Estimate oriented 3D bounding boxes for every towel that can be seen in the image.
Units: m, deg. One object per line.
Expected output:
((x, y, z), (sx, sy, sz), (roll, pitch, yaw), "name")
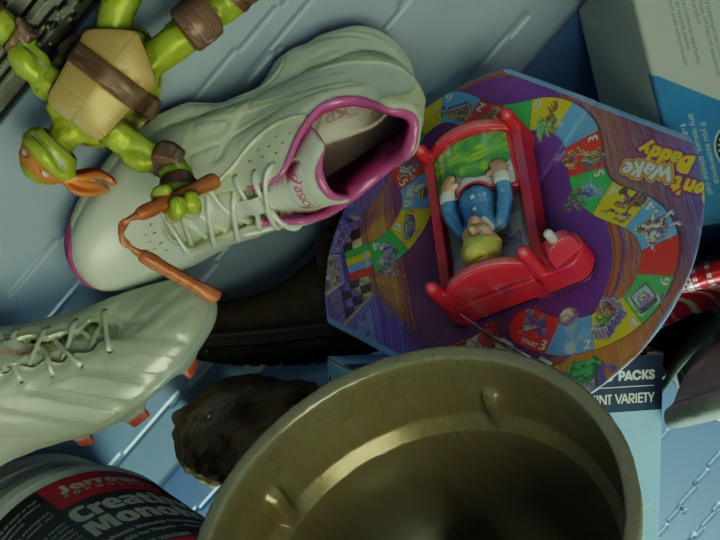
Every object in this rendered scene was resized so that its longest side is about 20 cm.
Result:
((0.203, -0.001, 0.978), (0.199, 0.145, 0.023), (-17, 83, 16), "towel")

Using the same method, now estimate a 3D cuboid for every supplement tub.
((-0.119, 0.178, 1.001), (0.140, 0.200, 0.141), (-11, 109, -32), "supplement tub")

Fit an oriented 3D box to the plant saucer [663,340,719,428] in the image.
((0.244, 0.031, 1.018), (0.199, 0.200, 0.050), (-14, 82, -10), "plant saucer")

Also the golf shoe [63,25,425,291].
((-0.056, -0.047, 0.996), (0.200, 0.092, 0.075), (-33, 120, 1), "golf shoe")

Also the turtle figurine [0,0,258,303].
((-0.108, -0.092, 0.966), (0.200, 0.064, 0.161), (39, 93, 5), "turtle figurine")

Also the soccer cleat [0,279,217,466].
((-0.165, 0.053, 1.007), (0.199, 0.069, 0.078), (-28, 123, 13), "soccer cleat")

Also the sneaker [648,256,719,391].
((0.117, 0.059, 1.104), (0.200, 0.079, 0.074), (-45, 120, 8), "sneaker")

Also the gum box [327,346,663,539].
((0.068, 0.141, 1.032), (0.169, 0.045, 0.201), (-3, 99, -18), "gum box")

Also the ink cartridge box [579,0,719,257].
((0.228, -0.094, 1.027), (0.199, 0.084, 0.146), (-9, 76, -13), "ink cartridge box")

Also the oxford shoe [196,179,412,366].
((0.000, 0.000, 1.055), (0.199, 0.073, 0.085), (-16, 80, 3), "oxford shoe")

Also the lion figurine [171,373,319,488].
((-0.004, 0.130, 1.066), (0.122, 0.072, 0.200), (-31, 80, -25), "lion figurine")

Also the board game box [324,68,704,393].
((0.063, -0.025, 0.958), (0.158, 0.200, 0.039), (-56, 140, -8), "board game box")

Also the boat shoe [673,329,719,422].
((0.256, 0.005, 1.126), (0.199, 0.068, 0.074), (-39, 119, 3), "boat shoe")

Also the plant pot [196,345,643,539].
((0.050, 0.169, 0.901), (0.200, 0.201, 0.184), (-31, 134, -1), "plant pot")
